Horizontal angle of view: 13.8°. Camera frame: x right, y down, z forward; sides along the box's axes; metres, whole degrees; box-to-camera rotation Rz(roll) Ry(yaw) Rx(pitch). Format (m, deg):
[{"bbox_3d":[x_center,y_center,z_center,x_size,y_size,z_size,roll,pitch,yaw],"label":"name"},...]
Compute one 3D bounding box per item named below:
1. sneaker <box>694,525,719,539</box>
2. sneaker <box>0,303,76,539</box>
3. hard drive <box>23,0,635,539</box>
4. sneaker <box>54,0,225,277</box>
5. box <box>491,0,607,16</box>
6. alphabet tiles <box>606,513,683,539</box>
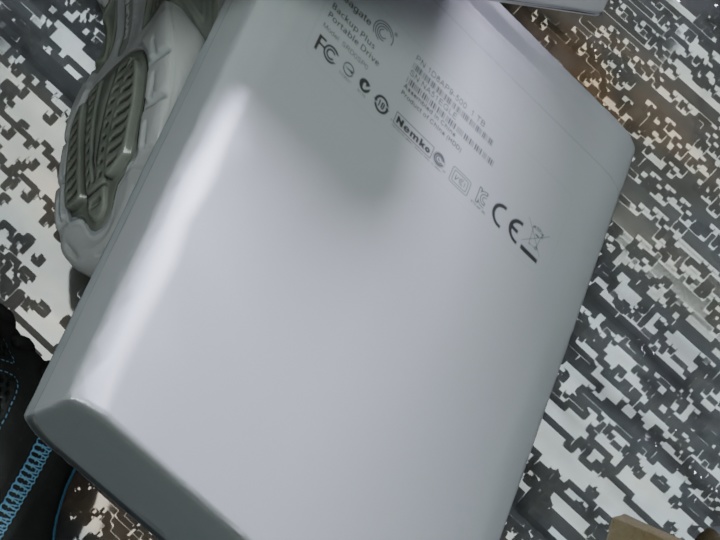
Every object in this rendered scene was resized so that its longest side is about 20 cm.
[{"bbox_3d":[0.156,0.158,0.802,0.112,0.071,0.201,-12,84,-2],"label":"sneaker"},{"bbox_3d":[-0.119,0.029,0.829,0.082,0.073,0.201,-3,81,-21],"label":"sneaker"},{"bbox_3d":[0.000,0.000,0.783,0.132,0.027,0.200,43,47,-24],"label":"hard drive"},{"bbox_3d":[-0.027,-0.074,0.860,0.099,0.078,0.201,22,61,-28],"label":"sneaker"},{"bbox_3d":[-0.012,-0.154,0.825,0.144,0.036,0.200,7,42,-16],"label":"box"},{"bbox_3d":[0.095,0.158,0.699,0.200,0.008,0.168,22,108,36],"label":"alphabet tiles"}]
